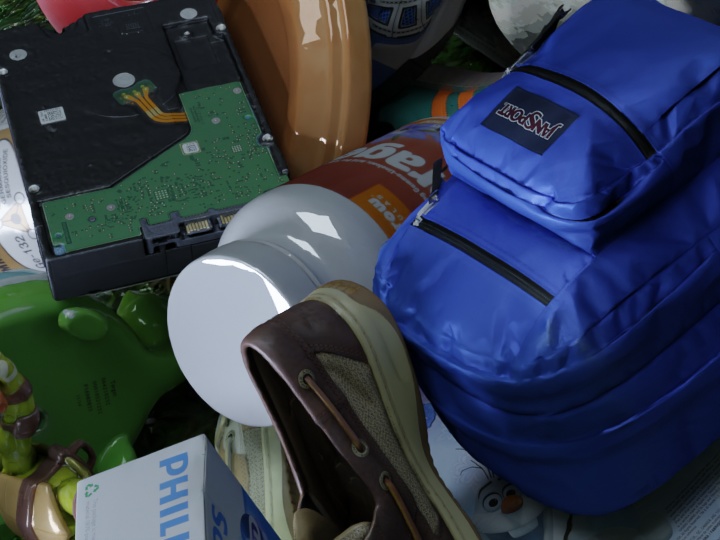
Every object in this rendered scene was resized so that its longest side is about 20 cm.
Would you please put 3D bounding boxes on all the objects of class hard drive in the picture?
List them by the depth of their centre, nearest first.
[{"bbox_3d":[-0.125,-0.075,0.920,0.140,0.038,0.200,-14,47,-12],"label":"hard drive"}]

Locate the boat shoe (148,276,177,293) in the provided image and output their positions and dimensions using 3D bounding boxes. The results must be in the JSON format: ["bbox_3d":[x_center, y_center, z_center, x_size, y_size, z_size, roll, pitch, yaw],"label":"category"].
[{"bbox_3d":[-0.100,-0.017,0.947,0.069,0.074,0.200,-9,49,-35],"label":"boat shoe"}]

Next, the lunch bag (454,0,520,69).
[{"bbox_3d":[0.144,-0.193,0.990,0.164,0.118,0.200,-38,35,-13],"label":"lunch bag"}]

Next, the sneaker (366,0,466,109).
[{"bbox_3d":[0.022,-0.169,0.935,0.200,0.077,0.076,-47,45,31],"label":"sneaker"}]

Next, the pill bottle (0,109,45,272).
[{"bbox_3d":[-0.232,-0.046,1.065,0.200,0.114,0.114,-10,43,23],"label":"pill bottle"}]

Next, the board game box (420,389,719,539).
[{"bbox_3d":[0.119,0.079,0.771,0.200,0.043,0.199,-43,42,-15],"label":"board game box"}]

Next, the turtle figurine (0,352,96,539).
[{"bbox_3d":[-0.144,0.126,0.796,0.161,0.200,0.064,18,28,38],"label":"turtle figurine"}]

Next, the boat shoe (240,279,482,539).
[{"bbox_3d":[0.000,0.108,0.696,0.072,0.200,0.072,-27,16,-37],"label":"boat shoe"}]

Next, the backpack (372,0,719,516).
[{"bbox_3d":[0.103,-0.011,0.715,0.200,0.168,0.162,-41,33,-11],"label":"backpack"}]

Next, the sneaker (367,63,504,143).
[{"bbox_3d":[0.070,-0.073,0.947,0.200,0.071,0.080,7,52,47],"label":"sneaker"}]

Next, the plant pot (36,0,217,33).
[{"bbox_3d":[-0.119,-0.258,1.162,0.182,0.201,0.201,-3,46,19],"label":"plant pot"}]

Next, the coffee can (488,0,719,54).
[{"bbox_3d":[0.162,-0.198,0.811,0.146,0.146,0.200,6,63,36],"label":"coffee can"}]

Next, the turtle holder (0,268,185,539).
[{"bbox_3d":[-0.187,0.053,0.913,0.185,0.141,0.132,-43,38,-13],"label":"turtle holder"}]

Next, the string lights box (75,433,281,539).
[{"bbox_3d":[-0.040,0.170,0.650,0.059,0.200,0.103,-21,39,11],"label":"string lights box"}]

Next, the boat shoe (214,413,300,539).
[{"bbox_3d":[-0.051,0.123,0.811,0.063,0.073,0.201,-19,48,9],"label":"boat shoe"}]

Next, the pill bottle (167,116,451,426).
[{"bbox_3d":[0.000,0.000,0.817,0.112,0.112,0.200,5,22,35],"label":"pill bottle"}]

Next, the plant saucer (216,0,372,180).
[{"bbox_3d":[-0.051,-0.108,0.969,0.037,0.200,0.200,0,31,-25],"label":"plant saucer"}]
